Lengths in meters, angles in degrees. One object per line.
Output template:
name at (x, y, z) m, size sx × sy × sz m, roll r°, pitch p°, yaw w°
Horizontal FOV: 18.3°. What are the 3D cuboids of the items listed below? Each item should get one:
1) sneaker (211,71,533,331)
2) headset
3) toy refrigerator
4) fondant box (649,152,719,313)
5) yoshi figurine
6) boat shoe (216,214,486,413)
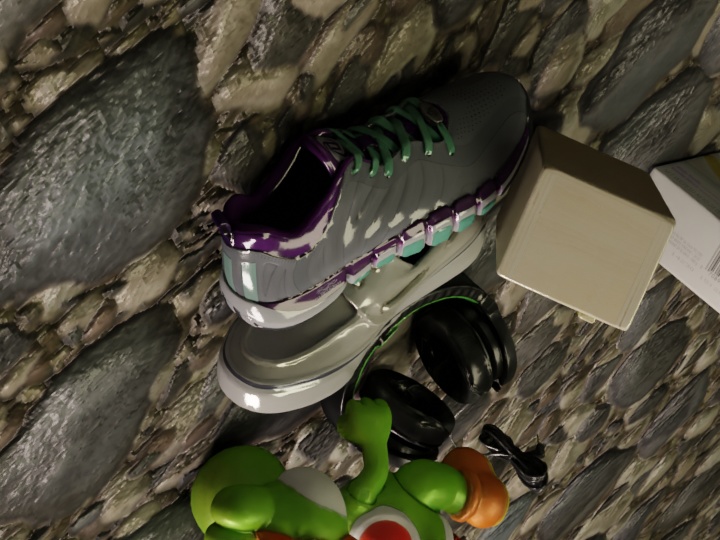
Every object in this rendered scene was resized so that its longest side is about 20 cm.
sneaker at (0.011, -0.051, 1.144) m, size 0.200 × 0.074 × 0.088 m, roll -39°, pitch 150°, yaw -18°
headset at (0.054, 0.079, 1.386) m, size 0.124 × 0.094 × 0.200 m, roll -46°, pitch 145°, yaw -1°
toy refrigerator at (0.121, -0.025, 1.246) m, size 0.200 × 0.075 × 0.070 m, roll -74°, pitch -173°, yaw -80°
fondant box at (0.294, -0.021, 1.576) m, size 0.199 × 0.144 × 0.058 m, roll -13°, pitch 138°, yaw -53°
yoshi figurine at (-0.019, 0.138, 1.322) m, size 0.199 × 0.113 × 0.112 m, roll 6°, pitch 158°, yaw -39°
boat shoe at (0.000, 0.000, 1.205) m, size 0.200 × 0.072 × 0.066 m, roll -34°, pitch 149°, yaw -31°
